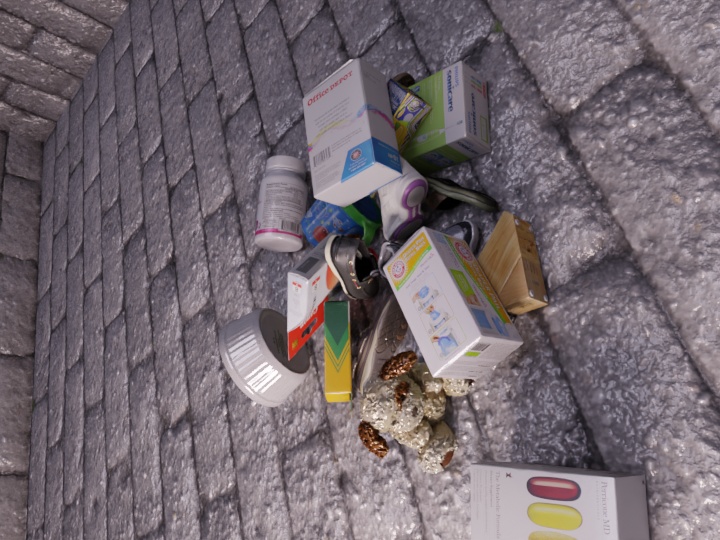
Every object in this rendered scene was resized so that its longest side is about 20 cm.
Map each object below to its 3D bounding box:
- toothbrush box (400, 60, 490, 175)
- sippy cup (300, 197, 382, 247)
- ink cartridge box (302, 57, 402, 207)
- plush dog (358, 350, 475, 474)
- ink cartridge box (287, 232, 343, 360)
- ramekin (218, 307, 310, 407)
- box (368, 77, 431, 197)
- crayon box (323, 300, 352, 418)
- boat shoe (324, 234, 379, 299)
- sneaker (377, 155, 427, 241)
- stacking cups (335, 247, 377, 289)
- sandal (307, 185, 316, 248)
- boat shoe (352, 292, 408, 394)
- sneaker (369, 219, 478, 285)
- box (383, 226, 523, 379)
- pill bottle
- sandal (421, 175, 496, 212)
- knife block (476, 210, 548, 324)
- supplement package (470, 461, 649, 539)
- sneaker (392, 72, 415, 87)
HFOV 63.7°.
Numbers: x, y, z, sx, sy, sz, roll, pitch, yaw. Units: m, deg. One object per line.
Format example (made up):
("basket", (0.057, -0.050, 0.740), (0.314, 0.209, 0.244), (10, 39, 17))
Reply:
("toothbrush box", (0.133, -0.270, 1.078), (0.199, 0.085, 0.148), (-16, 69, 43))
("sippy cup", (-0.046, -0.105, 1.165), (0.130, 0.140, 0.179), (-39, 20, 23))
("ink cartridge box", (-0.017, -0.234, 0.999), (0.144, 0.084, 0.203), (-23, 68, 38))
("plush dog", (0.070, 0.207, 0.932), (0.160, 0.171, 0.203), (16, 90, 47))
("ink cartridge box", (-0.077, 0.054, 1.077), (0.050, 0.162, 0.202), (16, 125, 21))
("ramekin", (-0.189, 0.170, 1.199), (0.094, 0.202, 0.204), (-35, 54, 16))
("box", (0.037, -0.237, 1.055), (0.201, 0.070, 0.064), (-55, 48, 21))
("crayon box", (-0.042, 0.171, 1.094), (0.051, 0.126, 0.203), (-2, 71, -2))
("boat shoe", (-0.001, 0.003, 1.064), (0.062, 0.202, 0.074), (8, 66, 23))
("sneaker", (0.070, -0.130, 1.055), (0.100, 0.074, 0.201), (56, 158, 24))
("stacking cups", (-0.051, 0.004, 1.201), (0.199, 0.060, 0.061), (-30, 58, 34))
("sandal", (-0.078, -0.108, 1.260), (0.048, 0.074, 0.203), (99, 172, -82))
("boat shoe", (0.027, 0.133, 1.071), (0.073, 0.074, 0.202), (19, 90, 46))
("sneaker", (0.107, -0.027, 1.010), (0.199, 0.113, 0.076), (-38, 54, 31))
("box", (0.134, 0.048, 0.868), (0.101, 0.112, 0.201), (-45, 52, 30))
("pill bottle", (-0.180, -0.154, 1.341), (0.113, 0.113, 0.203), (-10, 70, 43))
("sandal", (0.150, -0.130, 1.030), (0.200, 0.079, 0.058), (32, 114, 45))
("knife block", (0.202, 0.029, 0.931), (0.174, 0.064, 0.203), (-23, 62, 38))
("supplement package", (0.256, 0.315, 0.755), (0.198, 0.109, 0.115), (-12, 69, 42))
("sneaker", (0.034, -0.330, 1.210), (0.201, 0.070, 0.076), (-56, 45, 17))
